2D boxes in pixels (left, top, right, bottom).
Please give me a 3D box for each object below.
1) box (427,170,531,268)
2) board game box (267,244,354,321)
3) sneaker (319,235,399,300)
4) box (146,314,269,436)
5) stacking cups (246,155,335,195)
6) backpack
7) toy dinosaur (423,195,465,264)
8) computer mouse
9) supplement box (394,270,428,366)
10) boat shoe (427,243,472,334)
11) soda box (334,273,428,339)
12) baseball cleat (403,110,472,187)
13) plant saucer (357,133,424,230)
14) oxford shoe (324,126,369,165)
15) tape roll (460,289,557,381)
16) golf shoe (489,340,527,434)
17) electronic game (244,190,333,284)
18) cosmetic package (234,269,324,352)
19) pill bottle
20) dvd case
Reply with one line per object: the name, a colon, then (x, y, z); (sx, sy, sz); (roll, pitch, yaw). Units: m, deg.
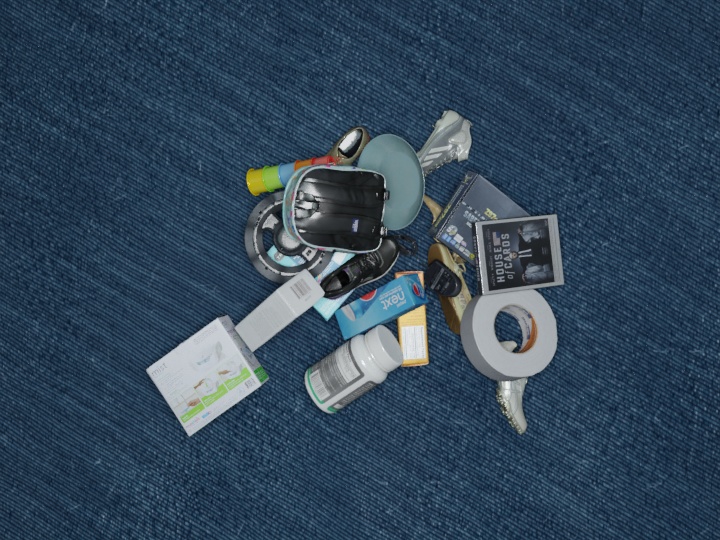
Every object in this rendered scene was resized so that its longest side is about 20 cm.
box: (0.261, -0.090, 1.550); (0.199, 0.051, 0.159); (34, 92, -26)
board game box: (-0.093, -0.015, 1.618); (0.200, 0.047, 0.151); (43, 93, 2)
sneaker: (0.000, 0.000, 1.544); (0.199, 0.088, 0.076); (-37, 88, 3)
box: (-0.335, 0.228, 1.614); (0.199, 0.097, 0.178); (-36, 88, 4)
stacking cups: (-0.147, -0.204, 1.584); (0.197, 0.060, 0.062); (-6, 91, 22)
backpack: (-0.060, -0.128, 1.484); (0.197, 0.150, 0.181); (1, 98, -28)
toy dinosaur: (0.192, -0.111, 1.592); (0.100, 0.058, 0.202); (-32, 89, 5)
computer mouse: (0.139, -0.013, 1.555); (0.200, 0.034, 0.059); (43, 114, 25)
supplement box: (0.110, 0.103, 1.597); (0.068, 0.067, 0.204); (-2, 91, 1)
boat shoe: (0.201, 0.034, 1.594); (0.062, 0.073, 0.203); (-19, 97, -25)
soda box: (0.042, 0.078, 1.554); (0.199, 0.064, 0.069); (-29, 76, 33)
baseball cleat: (0.172, -0.245, 1.585); (0.106, 0.070, 0.202); (32, 94, 3)
plant saucer: (0.072, -0.189, 1.570); (0.199, 0.038, 0.205); (13, 108, 44)
oxford shoe: (-0.056, -0.234, 1.597); (0.070, 0.075, 0.201); (34, 93, 3)
tape roll: (0.312, 0.128, 1.544); (0.197, 0.066, 0.204); (4, 74, -15)
golf shoe: (0.333, 0.249, 1.582); (0.096, 0.078, 0.203); (-22, 90, -2)
electronic game: (-0.150, -0.070, 1.576); (0.196, 0.042, 0.204); (0, 91, -5)
cosmetic package: (-0.172, 0.087, 1.549); (0.074, 0.101, 0.200); (51, 136, 1)
pill bottle: (-0.013, 0.208, 1.561); (0.199, 0.113, 0.114); (-35, 88, 20)
dvd case: (0.328, -0.034, 1.528); (0.197, 0.025, 0.153); (-7, 91, -20)
